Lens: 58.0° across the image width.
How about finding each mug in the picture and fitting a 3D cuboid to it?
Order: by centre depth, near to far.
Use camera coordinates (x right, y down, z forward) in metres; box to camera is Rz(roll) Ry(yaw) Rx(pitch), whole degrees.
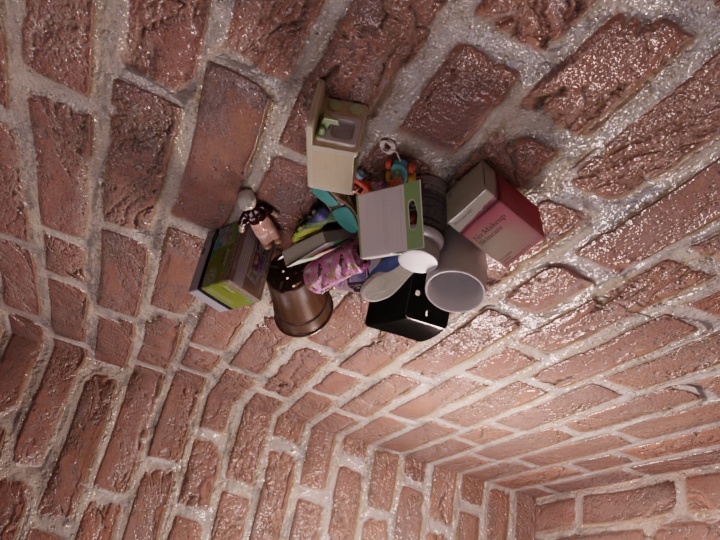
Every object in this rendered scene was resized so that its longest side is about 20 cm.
[{"bbox_3d":[0.236,0.002,1.586,0.142,0.179,0.203,7,139,8],"label":"mug"}]

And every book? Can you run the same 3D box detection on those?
[{"bbox_3d":[-0.109,-0.071,1.791,0.131,0.050,0.198,-14,173,-42],"label":"book"}]

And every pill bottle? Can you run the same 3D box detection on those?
[{"bbox_3d":[0.146,-0.108,1.518,0.110,0.206,0.115,8,151,5],"label":"pill bottle"}]

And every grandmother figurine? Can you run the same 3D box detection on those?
[{"bbox_3d":[-0.282,-0.142,1.771,0.119,0.061,0.202,-32,140,-7],"label":"grandmother figurine"}]

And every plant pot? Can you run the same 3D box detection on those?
[{"bbox_3d":[0.149,0.076,1.769,0.194,0.207,0.176,17,170,-22],"label":"plant pot"},{"bbox_3d":[-0.195,0.063,1.970,0.193,0.205,0.201,3,143,15],"label":"plant pot"}]

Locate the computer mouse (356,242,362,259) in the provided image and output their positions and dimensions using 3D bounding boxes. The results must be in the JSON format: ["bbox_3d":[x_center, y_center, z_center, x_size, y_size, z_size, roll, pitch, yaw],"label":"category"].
[{"bbox_3d":[0.029,-0.107,1.569,0.058,0.204,0.034,32,138,-22],"label":"computer mouse"}]

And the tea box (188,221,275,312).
[{"bbox_3d":[-0.370,-0.012,1.883,0.193,0.206,0.133,-15,142,37],"label":"tea box"}]

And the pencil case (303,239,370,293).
[{"bbox_3d":[-0.064,-0.009,1.752,0.197,0.084,0.087,-27,115,35],"label":"pencil case"}]

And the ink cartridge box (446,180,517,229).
[{"bbox_3d":[0.291,-0.141,1.587,0.154,0.048,0.204,8,135,8],"label":"ink cartridge box"}]

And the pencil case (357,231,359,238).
[{"bbox_3d":[0.090,-0.091,1.690,0.195,0.084,0.087,23,130,-19],"label":"pencil case"}]

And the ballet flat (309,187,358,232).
[{"bbox_3d":[-0.054,-0.176,1.614,0.069,0.067,0.201,-6,143,30],"label":"ballet flat"}]

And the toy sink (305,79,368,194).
[{"bbox_3d":[-0.048,-0.279,1.373,0.108,0.134,0.202,10,150,3],"label":"toy sink"}]

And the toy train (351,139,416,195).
[{"bbox_3d":[0.041,-0.207,1.510,0.149,0.056,0.199,37,143,-12],"label":"toy train"}]

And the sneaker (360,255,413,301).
[{"bbox_3d":[0.071,-0.014,1.618,0.199,0.112,0.077,-41,124,5],"label":"sneaker"}]

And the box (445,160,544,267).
[{"bbox_3d":[0.303,-0.125,1.475,0.197,0.111,0.127,33,127,-23],"label":"box"}]

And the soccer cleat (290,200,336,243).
[{"bbox_3d":[-0.126,-0.113,1.750,0.082,0.066,0.200,31,145,-15],"label":"soccer cleat"}]

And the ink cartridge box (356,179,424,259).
[{"bbox_3d":[0.074,-0.110,1.440,0.196,0.151,0.047,-7,174,43],"label":"ink cartridge box"}]

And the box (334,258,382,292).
[{"bbox_3d":[0.000,0.000,1.782,0.196,0.124,0.041,6,178,44],"label":"box"}]
